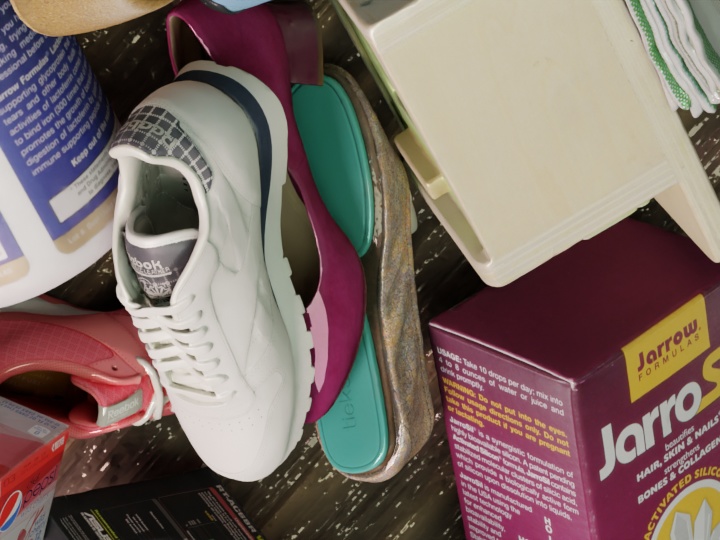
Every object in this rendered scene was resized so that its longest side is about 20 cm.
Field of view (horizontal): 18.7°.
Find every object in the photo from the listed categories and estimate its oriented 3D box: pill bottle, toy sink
[{"bbox_3d":[-0.181,-0.091,0.928,0.116,0.116,0.200,-26,121,-3],"label":"pill bottle"},{"bbox_3d":[0.069,-0.078,1.002,0.112,0.130,0.200,-31,122,1],"label":"toy sink"}]

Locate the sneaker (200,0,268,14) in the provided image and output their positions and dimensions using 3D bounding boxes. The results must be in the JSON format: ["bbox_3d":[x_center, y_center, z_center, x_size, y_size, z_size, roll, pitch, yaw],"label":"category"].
[{"bbox_3d":[-0.013,-0.169,0.926,0.078,0.200,0.090,44,133,6],"label":"sneaker"}]

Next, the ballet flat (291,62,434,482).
[{"bbox_3d":[0.000,0.000,1.052,0.067,0.068,0.200,-10,97,-56],"label":"ballet flat"}]

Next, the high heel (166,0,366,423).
[{"bbox_3d":[-0.052,-0.026,0.984,0.096,0.067,0.200,-10,92,-56],"label":"high heel"}]

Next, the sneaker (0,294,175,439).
[{"bbox_3d":[-0.109,0.052,1.040,0.200,0.087,0.074,-4,118,-15],"label":"sneaker"}]

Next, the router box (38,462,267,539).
[{"bbox_3d":[-0.070,0.190,1.030,0.062,0.200,0.150,-47,161,21],"label":"router box"}]

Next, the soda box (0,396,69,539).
[{"bbox_3d":[-0.234,0.069,0.964,0.200,0.070,0.063,22,113,13],"label":"soda box"}]

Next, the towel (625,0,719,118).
[{"bbox_3d":[0.160,-0.185,0.959,0.200,0.031,0.149,-57,131,-35],"label":"towel"}]

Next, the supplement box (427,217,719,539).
[{"bbox_3d":[0.125,0.092,1.097,0.131,0.103,0.200,-32,125,-30],"label":"supplement box"}]

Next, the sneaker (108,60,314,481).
[{"bbox_3d":[-0.072,0.012,0.949,0.076,0.081,0.200,5,120,24],"label":"sneaker"}]

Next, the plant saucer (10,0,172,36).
[{"bbox_3d":[-0.071,-0.177,0.880,0.035,0.200,0.200,29,109,13],"label":"plant saucer"}]
